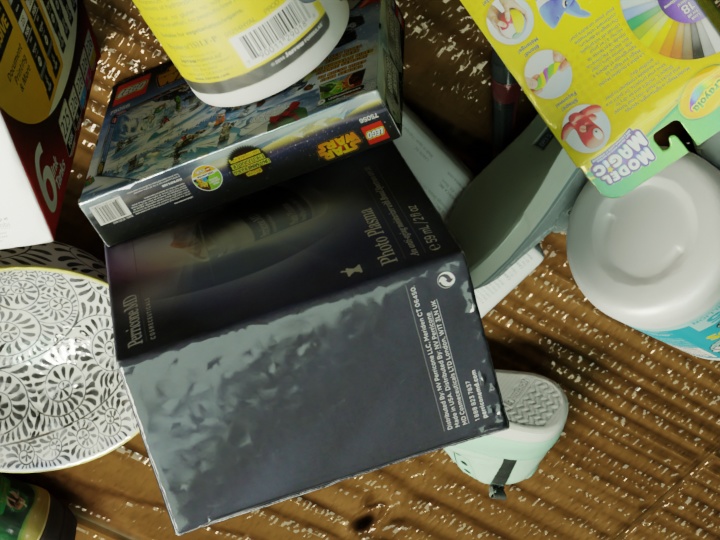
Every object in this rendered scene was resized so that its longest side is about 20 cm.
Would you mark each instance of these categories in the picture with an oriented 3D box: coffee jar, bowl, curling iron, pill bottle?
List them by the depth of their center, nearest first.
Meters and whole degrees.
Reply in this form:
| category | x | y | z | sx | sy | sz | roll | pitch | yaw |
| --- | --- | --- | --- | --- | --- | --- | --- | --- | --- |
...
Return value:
| category | x | y | z | sx | sy | sz | roll | pitch | yaw |
| --- | --- | --- | --- | --- | --- | --- | --- | --- | --- |
| pill bottle | -0.097 | -0.203 | 0.920 | 0.111 | 0.112 | 0.200 | -20 | 125 | 18 |
| curling iron | 0.103 | -0.127 | 1.029 | 0.049 | 0.026 | 0.201 | -16 | 124 | -12 |
| pill bottle | 0.219 | -0.004 | 1.030 | 0.111 | 0.111 | 0.200 | -29 | 155 | 23 |
| bowl | -0.236 | 0.042 | 1.122 | 0.200 | 0.094 | 0.201 | -6 | 132 | -7 |
| coffee jar | -0.325 | 0.184 | 1.254 | 0.104 | 0.085 | 0.200 | -38 | 117 | 24 |

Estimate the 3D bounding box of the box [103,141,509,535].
| category | x | y | z | sx | sy | sz | roll | pitch | yaw |
| --- | --- | --- | --- | --- | --- | --- | --- | --- | --- |
| box | -0.041 | 0.031 | 0.944 | 0.198 | 0.200 | 0.124 | -19 | 115 | -4 |

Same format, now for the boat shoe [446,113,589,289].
| category | x | y | z | sx | sy | sz | roll | pitch | yaw |
| --- | --- | --- | --- | --- | --- | --- | --- | --- | --- |
| boat shoe | 0.132 | -0.058 | 1.022 | 0.071 | 0.070 | 0.201 | 36 | 96 | -32 |

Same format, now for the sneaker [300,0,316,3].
| category | x | y | z | sx | sy | sz | roll | pitch | yaw |
| --- | --- | --- | --- | --- | --- | --- | --- | --- | --- |
| sneaker | 0.030 | -0.221 | 0.896 | 0.200 | 0.073 | 0.071 | -31 | 128 | -8 |

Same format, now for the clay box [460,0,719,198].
| category | x | y | z | sx | sy | sz | roll | pitch | yaw |
| --- | --- | --- | --- | --- | --- | --- | --- | --- | --- |
| clay box | 0.135 | -0.153 | 0.935 | 0.115 | 0.048 | 0.200 | -34 | 92 | 25 |

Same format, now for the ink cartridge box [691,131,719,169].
| category | x | y | z | sx | sy | sz | roll | pitch | yaw |
| --- | --- | --- | --- | --- | --- | --- | --- | --- | --- |
| ink cartridge box | 0.318 | -0.121 | 0.984 | 0.146 | 0.084 | 0.200 | 31 | 123 | -20 |

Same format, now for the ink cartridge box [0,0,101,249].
| category | x | y | z | sx | sy | sz | roll | pitch | yaw |
| --- | --- | --- | --- | --- | --- | --- | --- | --- | --- |
| ink cartridge box | -0.226 | -0.137 | 0.918 | 0.083 | 0.200 | 0.176 | -9 | 129 | 8 |

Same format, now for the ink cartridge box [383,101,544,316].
| category | x | y | z | sx | sy | sz | roll | pitch | yaw |
| --- | --- | --- | --- | --- | --- | --- | --- | --- | --- |
| ink cartridge box | 0.000 | 0.000 | 1.077 | 0.200 | 0.050 | 0.162 | -41 | 114 | 11 |

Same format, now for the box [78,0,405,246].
| category | x | y | z | sx | sy | sz | roll | pitch | yaw |
| --- | --- | --- | --- | --- | --- | --- | --- | --- | --- |
| box | -0.070 | -0.099 | 0.985 | 0.199 | 0.137 | 0.040 | -19 | 126 | 17 |

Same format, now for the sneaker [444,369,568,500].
| category | x | y | z | sx | sy | sz | roll | pitch | yaw |
| --- | --- | --- | --- | --- | --- | --- | --- | --- | --- |
| sneaker | 0.048 | 0.112 | 1.191 | 0.200 | 0.074 | 0.118 | 15 | 147 | 5 |
